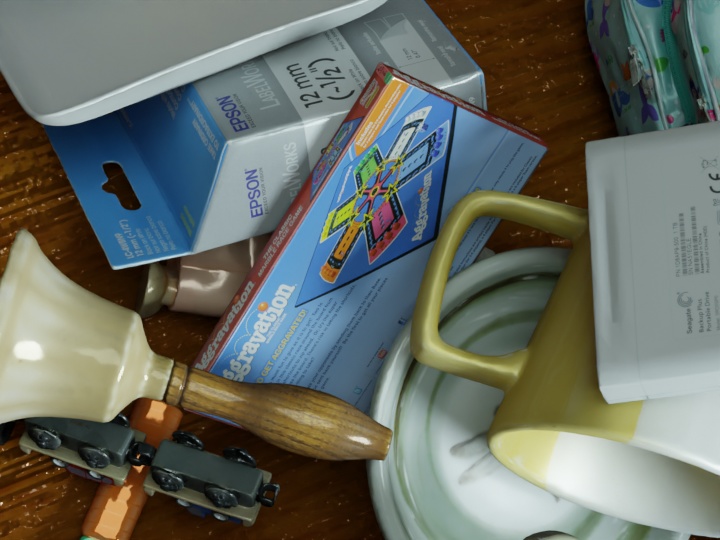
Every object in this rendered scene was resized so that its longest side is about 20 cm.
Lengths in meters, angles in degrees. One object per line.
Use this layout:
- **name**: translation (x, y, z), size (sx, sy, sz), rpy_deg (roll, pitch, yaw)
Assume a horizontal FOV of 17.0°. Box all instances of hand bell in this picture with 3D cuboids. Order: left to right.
- **hand bell**: translation (-0.081, 0.055, 1.161), size (0.200, 0.104, 0.104), rpy_deg (15, 75, -4)

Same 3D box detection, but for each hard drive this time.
- **hard drive**: translation (0.204, -0.014, 1.089), size (0.200, 0.027, 0.132), rpy_deg (-9, 58, 15)

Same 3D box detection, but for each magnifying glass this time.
- **magnifying glass**: translation (-0.140, 0.157, 1.219), size (0.080, 0.022, 0.200), rpy_deg (24, 76, -3)

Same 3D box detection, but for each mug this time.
- **mug**: translation (0.140, 0.027, 1.164), size (0.187, 0.149, 0.153), rpy_deg (30, 70, -35)

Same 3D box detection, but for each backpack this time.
- **backpack**: translation (0.218, -0.119, 1.286), size (0.177, 0.151, 0.200), rpy_deg (-15, 74, -13)

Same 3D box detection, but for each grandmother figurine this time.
- **grandmother figurine**: translation (-0.011, -0.001, 1.262), size (0.200, 0.061, 0.121), rpy_deg (10, 102, -10)

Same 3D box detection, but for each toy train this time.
- **toy train**: translation (-0.135, 0.087, 1.205), size (0.200, 0.046, 0.034), rpy_deg (17, 57, 10)

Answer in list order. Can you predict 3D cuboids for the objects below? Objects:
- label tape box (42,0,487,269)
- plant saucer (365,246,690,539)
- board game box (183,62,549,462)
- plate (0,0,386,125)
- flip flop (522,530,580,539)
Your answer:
- **label tape box**: translation (-0.053, -0.085, 1.230), size (0.200, 0.066, 0.143), rpy_deg (-14, 38, -14)
- **plant saucer**: translation (0.086, 0.088, 1.242), size (0.200, 0.050, 0.200), rpy_deg (0, 90, -24)
- **board game box**: translation (0.000, 0.000, 1.203), size (0.103, 0.019, 0.200), rpy_deg (22, 110, -34)
- **plate**: translation (-0.104, -0.147, 1.242), size (0.199, 0.032, 0.200), rpy_deg (-22, 39, -15)
- **flip flop**: translation (0.094, 0.219, 1.099), size (0.081, 0.058, 0.200), rpy_deg (13, 76, -41)
